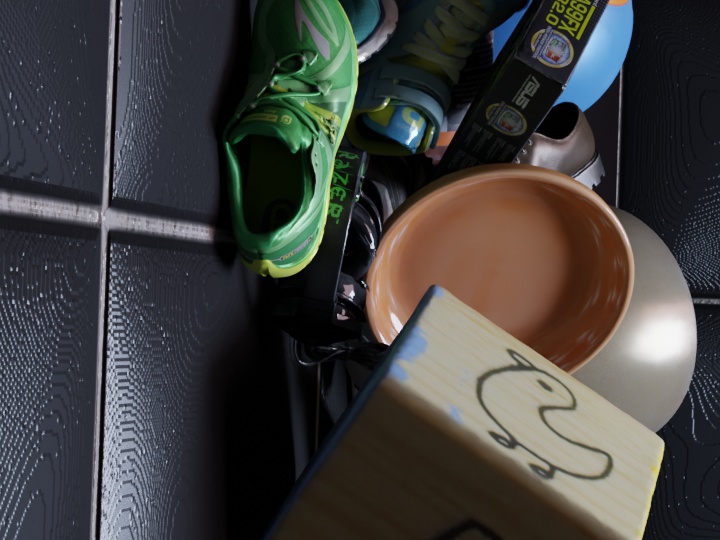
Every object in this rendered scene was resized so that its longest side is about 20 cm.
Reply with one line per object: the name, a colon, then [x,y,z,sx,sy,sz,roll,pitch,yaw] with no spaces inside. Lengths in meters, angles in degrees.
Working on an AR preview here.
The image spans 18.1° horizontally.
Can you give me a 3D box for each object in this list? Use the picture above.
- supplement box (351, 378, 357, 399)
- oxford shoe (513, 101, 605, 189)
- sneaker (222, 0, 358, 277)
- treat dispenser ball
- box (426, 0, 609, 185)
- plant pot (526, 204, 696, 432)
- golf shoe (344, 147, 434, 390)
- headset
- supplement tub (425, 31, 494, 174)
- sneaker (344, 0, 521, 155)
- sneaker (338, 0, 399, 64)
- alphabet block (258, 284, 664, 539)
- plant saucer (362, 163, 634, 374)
supplement box: [0.040,0.081,1.840,0.126,0.073,0.200,-61,150,-65]
oxford shoe: [0.110,-0.071,1.770,0.200,0.073,0.085,-40,128,-36]
sneaker: [-0.045,-0.097,1.439,0.084,0.074,0.201,47,46,-78]
treat dispenser ball: [0.131,-0.216,1.916,0.201,0.200,0.201,2,90,-77]
box: [0.124,-0.148,1.650,0.160,0.044,0.200,-62,-177,-34]
plant pot: [0.146,0.052,1.785,0.134,0.200,0.201,-9,103,-44]
golf shoe: [0.000,0.000,1.697,0.094,0.078,0.201,-5,98,-57]
headset: [-0.010,0.003,1.559,0.200,0.094,0.124,102,0,-52]
supplement tub: [0.053,-0.153,1.788,0.107,0.107,0.200,-50,141,-70]
sneaker: [0.059,-0.156,1.616,0.200,0.079,0.131,-45,-154,35]
sneaker: [-0.019,-0.208,1.592,0.080,0.077,0.200,56,28,-36]
alphabet block: [0.064,0.163,1.518,0.197,0.200,0.195,-56,180,24]
plant saucer: [0.099,0.004,1.650,0.037,0.200,0.200,-99,-178,-55]
